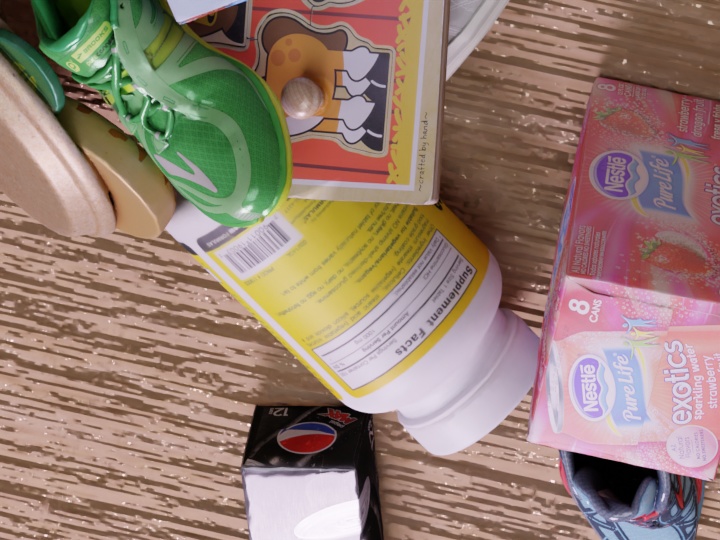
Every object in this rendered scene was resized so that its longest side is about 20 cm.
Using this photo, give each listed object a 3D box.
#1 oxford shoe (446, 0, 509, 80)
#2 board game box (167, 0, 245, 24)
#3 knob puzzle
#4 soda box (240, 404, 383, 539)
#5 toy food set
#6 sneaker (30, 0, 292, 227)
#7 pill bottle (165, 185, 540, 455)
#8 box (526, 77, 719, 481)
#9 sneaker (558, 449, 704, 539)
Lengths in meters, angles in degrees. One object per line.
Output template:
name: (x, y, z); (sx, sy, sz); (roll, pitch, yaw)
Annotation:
oxford shoe: (0.053, -0.157, 1.360); (0.058, 0.075, 0.200); (29, 115, -14)
board game box: (-0.029, -0.236, 1.243); (0.196, 0.056, 0.200); (-16, 108, 21)
knob puzzle: (-0.055, -0.127, 1.340); (0.219, 0.030, 0.220); (1, 94, 22)
soda box: (-0.022, 0.175, 1.585); (0.071, 0.063, 0.200); (0, 122, 10)
toy food set: (-0.185, -0.095, 1.393); (0.049, 0.200, 0.198); (-43, 119, -12)
sneaker: (-0.110, -0.098, 1.310); (0.074, 0.084, 0.200); (-43, 79, 32)
pill bottle: (0.000, 0.000, 1.443); (0.112, 0.112, 0.200); (-35, 110, 27)
box: (0.144, 0.000, 1.365); (0.095, 0.200, 0.103); (12, 123, 2)
sneaker: (0.134, 0.107, 1.485); (0.079, 0.096, 0.200); (-7, 133, 16)
